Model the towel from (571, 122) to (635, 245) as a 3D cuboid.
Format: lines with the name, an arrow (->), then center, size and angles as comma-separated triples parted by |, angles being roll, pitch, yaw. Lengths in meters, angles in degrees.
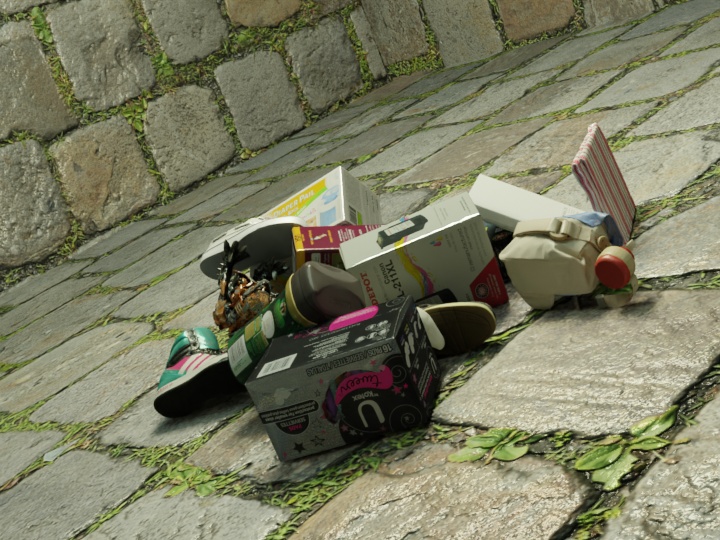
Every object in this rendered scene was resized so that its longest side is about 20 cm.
towel -> 0.348, -0.120, 1.587 | 0.030, 0.148, 0.200 | -21, 14, 25

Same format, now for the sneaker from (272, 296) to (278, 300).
sneaker -> -0.121, 0.082, 1.624 | 0.070, 0.077, 0.200 | -26, 15, -13

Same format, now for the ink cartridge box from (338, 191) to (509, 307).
ink cartridge box -> 0.087, 0.004, 1.530 | 0.197, 0.147, 0.083 | -22, 27, 2

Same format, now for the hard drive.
hard drive -> 0.251, -0.079, 1.594 | 0.197, 0.027, 0.132 | 20, 25, 8

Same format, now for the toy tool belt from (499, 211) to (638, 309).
toy tool belt -> 0.284, -0.028, 1.417 | 0.198, 0.126, 0.123 | -4, 32, 49

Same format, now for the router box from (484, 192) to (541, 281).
router box -> 0.207, -0.041, 1.684 | 0.148, 0.063, 0.200 | -18, 16, 19

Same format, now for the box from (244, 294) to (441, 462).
box -> -0.017, 0.131, 1.326 | 0.197, 0.116, 0.132 | -19, 16, 19

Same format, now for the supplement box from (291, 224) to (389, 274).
supplement box -> 0.000, 0.000, 1.610 | 0.196, 0.112, 0.086 | -2, 26, -8

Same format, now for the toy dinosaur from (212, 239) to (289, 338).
toy dinosaur -> -0.179, 0.039, 1.611 | 0.198, 0.102, 0.138 | -8, 59, 42

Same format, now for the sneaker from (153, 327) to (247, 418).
sneaker -> -0.213, 0.130, 1.626 | 0.197, 0.084, 0.122 | -23, 39, 19

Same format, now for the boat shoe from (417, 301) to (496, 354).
boat shoe -> 0.090, 0.073, 1.448 | 0.197, 0.074, 0.065 | -15, 22, 29

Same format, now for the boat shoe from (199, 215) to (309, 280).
boat shoe -> -0.161, -0.050, 1.677 | 0.197, 0.074, 0.066 | -17, 41, 25

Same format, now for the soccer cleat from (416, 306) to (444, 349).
soccer cleat -> 0.022, 0.118, 1.424 | 0.199, 0.078, 0.070 | -37, 14, 34

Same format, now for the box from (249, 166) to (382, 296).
box -> -0.072, -0.052, 1.725 | 0.198, 0.101, 0.114 | -30, 46, 28

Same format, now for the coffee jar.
coffee jar -> -0.084, 0.074, 1.452 | 0.103, 0.086, 0.200 | 16, -45, -37
